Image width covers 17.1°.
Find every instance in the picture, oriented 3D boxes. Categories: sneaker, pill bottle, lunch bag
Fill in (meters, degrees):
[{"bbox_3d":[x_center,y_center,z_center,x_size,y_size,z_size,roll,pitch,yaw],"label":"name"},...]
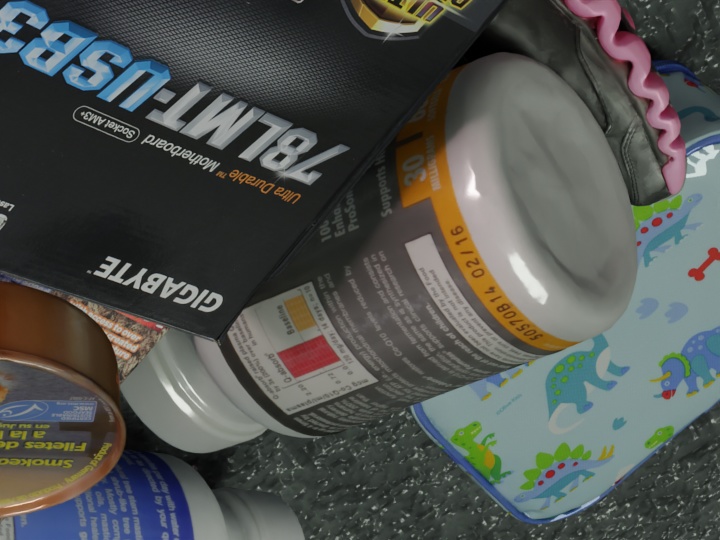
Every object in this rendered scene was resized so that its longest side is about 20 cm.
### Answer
[{"bbox_3d":[0.057,-0.097,0.965,0.095,0.079,0.200,-33,112,9],"label":"sneaker"},{"bbox_3d":[0.000,0.000,0.950,0.200,0.116,0.116,-22,142,31],"label":"pill bottle"},{"bbox_3d":[-0.126,0.132,1.032,0.200,0.112,0.112,7,121,-33],"label":"pill bottle"},{"bbox_3d":[0.108,0.009,1.088,0.200,0.082,0.161,-40,135,5],"label":"lunch bag"}]

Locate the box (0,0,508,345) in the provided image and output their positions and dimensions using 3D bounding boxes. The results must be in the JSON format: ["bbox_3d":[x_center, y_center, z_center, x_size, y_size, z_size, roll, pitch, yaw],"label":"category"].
[{"bbox_3d":[-0.061,-0.080,0.786,0.199,0.050,0.200,-51,140,14],"label":"box"}]

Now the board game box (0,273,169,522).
[{"bbox_3d":[-0.149,-0.026,0.902,0.200,0.097,0.159,-48,133,12],"label":"board game box"}]

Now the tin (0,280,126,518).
[{"bbox_3d":[-0.181,0.045,0.819,0.200,0.042,0.112,2,141,-12],"label":"tin"}]
